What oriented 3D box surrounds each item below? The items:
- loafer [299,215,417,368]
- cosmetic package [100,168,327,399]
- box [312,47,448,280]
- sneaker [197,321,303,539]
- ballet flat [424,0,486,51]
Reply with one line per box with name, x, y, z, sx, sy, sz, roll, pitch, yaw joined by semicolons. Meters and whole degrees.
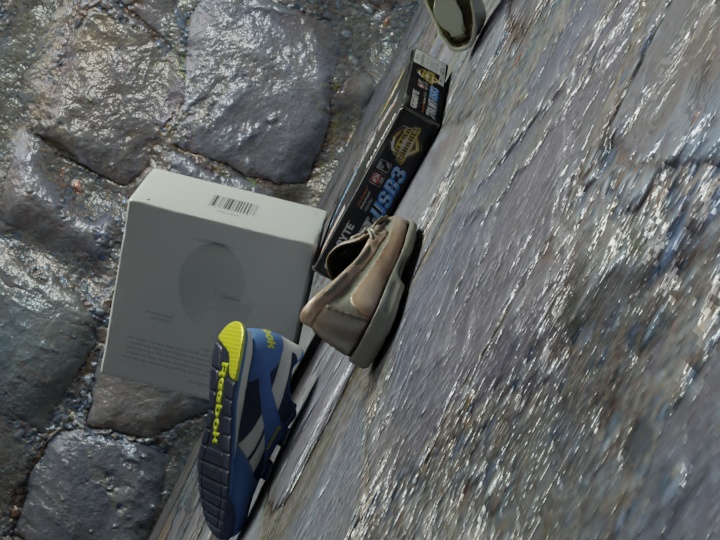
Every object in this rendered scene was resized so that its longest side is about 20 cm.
loafer;0.000;0.000;1.037;0.072;0.062;0.200;-61;6;24
cosmetic package;-0.155;0.022;1.485;0.123;0.197;0.202;-76;0;-70
box;0.024;-0.109;1.436;0.201;0.049;0.199;-62;5;25
sneaker;-0.099;0.151;1.286;0.074;0.081;0.203;17;98;57
ballet flat;0.071;-0.293;1.313;0.069;0.201;0.070;-18;36;14
